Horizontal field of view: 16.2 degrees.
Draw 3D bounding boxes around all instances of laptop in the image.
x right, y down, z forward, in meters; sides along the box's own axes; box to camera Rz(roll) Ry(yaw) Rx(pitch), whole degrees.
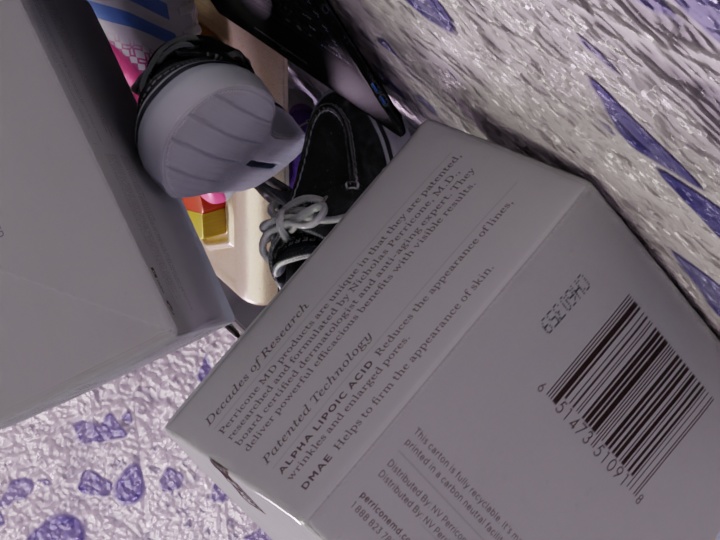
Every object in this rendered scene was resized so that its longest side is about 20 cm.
[{"bbox_3d":[-0.099,-0.133,1.244,0.177,0.103,0.200,38,168,45],"label":"laptop"}]

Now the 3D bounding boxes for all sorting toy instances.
[{"bbox_3d":[-0.112,-0.095,1.491,0.200,0.036,0.185,35,135,43],"label":"sorting toy"}]

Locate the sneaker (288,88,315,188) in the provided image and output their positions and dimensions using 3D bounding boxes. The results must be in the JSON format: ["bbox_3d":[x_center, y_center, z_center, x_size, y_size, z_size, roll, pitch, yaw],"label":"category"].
[{"bbox_3d":[-0.007,-0.019,1.519,0.083,0.081,0.200,44,176,46],"label":"sneaker"}]

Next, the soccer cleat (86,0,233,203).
[{"bbox_3d":[-0.112,-0.133,1.377,0.200,0.086,0.070,54,167,-8],"label":"soccer cleat"}]

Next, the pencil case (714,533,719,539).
[{"bbox_3d":[0.105,0.107,1.351,0.200,0.091,0.083,20,151,8],"label":"pencil case"}]

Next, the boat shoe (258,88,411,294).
[{"bbox_3d":[-0.016,-0.010,1.268,0.068,0.200,0.074,18,151,-37],"label":"boat shoe"}]

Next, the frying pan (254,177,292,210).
[{"bbox_3d":[-0.006,0.005,1.357,0.190,0.031,0.115,24,-156,18],"label":"frying pan"}]

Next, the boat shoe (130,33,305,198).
[{"bbox_3d":[-0.083,-0.081,1.267,0.071,0.072,0.200,49,-177,9],"label":"boat shoe"}]

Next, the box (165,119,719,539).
[{"bbox_3d":[0.057,0.074,1.172,0.199,0.200,0.131,47,168,-34],"label":"box"}]

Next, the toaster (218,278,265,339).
[{"bbox_3d":[-0.078,-0.028,1.778,0.181,0.119,0.200,45,174,-21],"label":"toaster"}]

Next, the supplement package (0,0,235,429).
[{"bbox_3d":[-0.175,-0.027,1.228,0.200,0.147,0.192,-5,-110,-85],"label":"supplement package"}]
